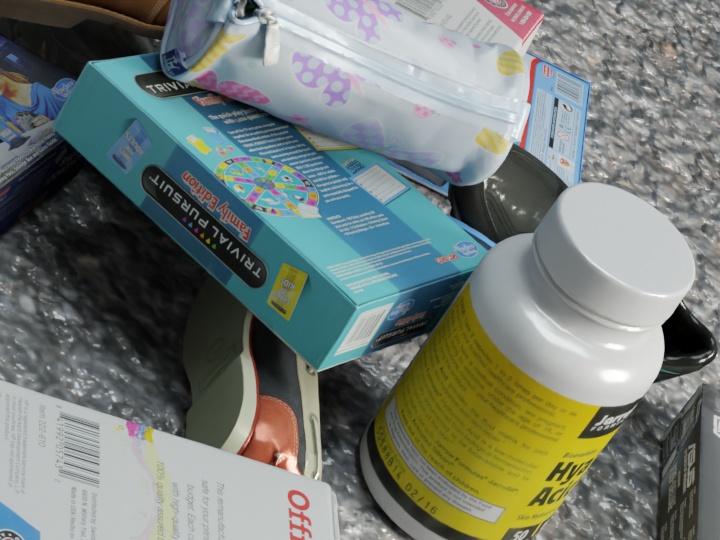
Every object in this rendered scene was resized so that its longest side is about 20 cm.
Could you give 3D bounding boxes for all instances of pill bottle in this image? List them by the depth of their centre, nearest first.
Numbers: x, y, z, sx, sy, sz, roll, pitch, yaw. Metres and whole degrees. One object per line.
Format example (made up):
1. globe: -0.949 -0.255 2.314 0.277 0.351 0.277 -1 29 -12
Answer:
1. pill bottle: 0.090 0.051 1.560 0.111 0.200 0.111 21 37 -16

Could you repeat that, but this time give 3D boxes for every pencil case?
1. pencil case: -0.007 -0.112 1.584 0.200 0.091 0.083 21 71 -27

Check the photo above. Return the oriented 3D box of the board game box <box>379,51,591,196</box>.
1. board game box: 0.046 -0.110 1.863 0.200 0.037 0.151 26 35 -11

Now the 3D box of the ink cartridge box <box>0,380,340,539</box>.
1. ink cartridge box: -0.112 0.147 1.387 0.200 0.085 0.145 18 38 -19

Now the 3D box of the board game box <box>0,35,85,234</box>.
1. board game box: -0.265 -0.092 1.574 0.200 0.062 0.200 37 35 7

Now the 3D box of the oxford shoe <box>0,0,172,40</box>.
1. oxford shoe: -0.108 -0.164 1.633 0.200 0.071 0.071 8 12 -5

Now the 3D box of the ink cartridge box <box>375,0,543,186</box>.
1. ink cartridge box: -0.008 -0.148 1.741 0.200 0.084 0.145 29 22 3

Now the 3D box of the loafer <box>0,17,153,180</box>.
1. loafer: -0.144 -0.119 1.692 0.070 0.070 0.200 -15 55 -32

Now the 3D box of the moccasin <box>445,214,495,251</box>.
1. moccasin: 0.000 0.000 1.675 0.200 0.081 0.068 22 39 8

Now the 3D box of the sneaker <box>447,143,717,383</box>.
1. sneaker: 0.131 -0.007 1.703 0.200 0.079 0.075 44 65 -29

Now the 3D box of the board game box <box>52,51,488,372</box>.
1. board game box: -0.043 -0.039 1.576 0.200 0.047 0.151 42 27 19

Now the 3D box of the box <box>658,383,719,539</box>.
1. box: 0.245 0.170 1.671 0.158 0.050 0.200 26 36 -10

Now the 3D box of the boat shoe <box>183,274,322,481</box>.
1. boat shoe: -0.051 0.050 1.564 0.063 0.071 0.200 32 29 -21
